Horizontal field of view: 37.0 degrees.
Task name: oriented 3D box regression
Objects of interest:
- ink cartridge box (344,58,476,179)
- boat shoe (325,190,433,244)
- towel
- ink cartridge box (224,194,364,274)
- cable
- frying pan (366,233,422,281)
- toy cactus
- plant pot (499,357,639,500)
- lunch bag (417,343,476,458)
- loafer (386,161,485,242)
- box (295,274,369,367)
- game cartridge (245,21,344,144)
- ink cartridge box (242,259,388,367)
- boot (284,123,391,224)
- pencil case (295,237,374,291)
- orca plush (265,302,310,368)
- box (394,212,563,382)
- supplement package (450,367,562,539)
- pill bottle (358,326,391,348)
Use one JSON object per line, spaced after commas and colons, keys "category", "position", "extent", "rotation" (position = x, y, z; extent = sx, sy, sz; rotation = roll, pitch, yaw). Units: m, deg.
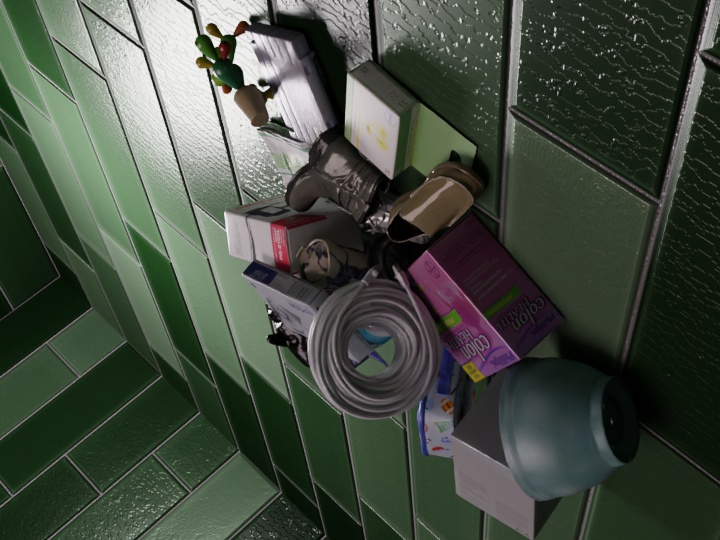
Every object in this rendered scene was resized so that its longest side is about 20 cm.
{"category": "ink cartridge box", "position": [0.062, -0.177, 1.468], "extent": [0.200, 0.048, 0.146], "rotation": [45, 157, 20]}
{"category": "boat shoe", "position": [0.026, -0.085, 1.655], "extent": [0.200, 0.065, 0.074], "rotation": [33, 152, 38]}
{"category": "towel", "position": [-0.096, -0.155, 1.829], "extent": [0.149, 0.031, 0.200], "rotation": [27, 149, 46]}
{"category": "ink cartridge box", "position": [-0.112, -0.065, 1.767], "extent": [0.200, 0.145, 0.084], "rotation": [16, 118, 52]}
{"category": "cable", "position": [0.018, 0.113, 1.552], "extent": [0.200, 0.200, 0.069], "rotation": [56, 164, -7]}
{"category": "frying pan", "position": [0.084, 0.024, 1.665], "extent": [0.190, 0.115, 0.031], "rotation": [52, 141, -7]}
{"category": "toy cactus", "position": [-0.179, -0.291, 1.663], "extent": [0.165, 0.102, 0.200], "rotation": [59, 179, 29]}
{"category": "plant pot", "position": [0.299, 0.210, 1.475], "extent": [0.134, 0.200, 0.200], "rotation": [-13, 118, 35]}
{"category": "lunch bag", "position": [0.139, 0.189, 1.725], "extent": [0.075, 0.200, 0.160], "rotation": [4, 143, 13]}
{"category": "loafer", "position": [0.100, -0.085, 1.470], "extent": [0.076, 0.068, 0.200], "rotation": [34, 151, -11]}
{"category": "box", "position": [-0.071, 0.065, 1.836], "extent": [0.137, 0.038, 0.200], "rotation": [18, 138, 57]}
{"category": "game cartridge", "position": [-0.093, -0.277, 1.626], "extent": [0.130, 0.038, 0.200], "rotation": [21, 144, 44]}
{"category": "ink cartridge box", "position": [-0.073, 0.078, 1.689], "extent": [0.199, 0.041, 0.200], "rotation": [21, 156, 51]}
{"category": "boot", "position": [-0.036, -0.115, 1.619], "extent": [0.131, 0.068, 0.200], "rotation": [50, 143, 11]}
{"category": "pencil case", "position": [0.000, 0.000, 1.683], "extent": [0.089, 0.200, 0.078], "rotation": [32, 109, 53]}
{"category": "orca plush", "position": [-0.133, 0.096, 1.860], "extent": [0.200, 0.071, 0.105], "rotation": [61, 158, -15]}
{"category": "box", "position": [0.164, 0.044, 1.555], "extent": [0.200, 0.097, 0.176], "rotation": [49, 158, 2]}
{"category": "supplement package", "position": [0.248, 0.288, 1.690], "extent": [0.152, 0.151, 0.200], "rotation": [28, 151, 26]}
{"category": "pill bottle", "position": [0.020, 0.075, 1.866], "extent": [0.111, 0.111, 0.200], "rotation": [50, 159, 1]}
